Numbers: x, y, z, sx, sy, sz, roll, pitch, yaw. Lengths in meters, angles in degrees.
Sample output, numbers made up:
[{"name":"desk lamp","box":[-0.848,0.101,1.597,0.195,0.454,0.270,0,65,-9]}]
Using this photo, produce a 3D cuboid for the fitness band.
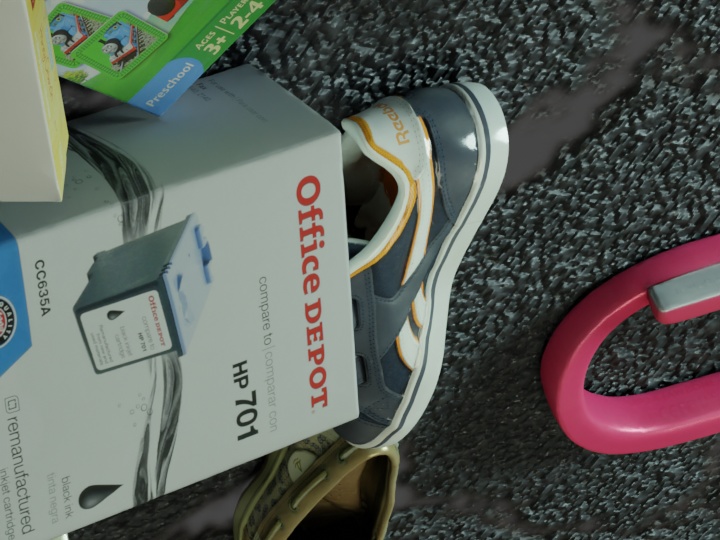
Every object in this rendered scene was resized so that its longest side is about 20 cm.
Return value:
[{"name":"fitness band","box":[0.190,0.034,1.573,0.199,0.038,0.144,-14,146,-13]}]

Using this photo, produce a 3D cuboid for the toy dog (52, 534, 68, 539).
[{"name":"toy dog","box":[-0.245,0.118,1.358,0.199,0.141,0.193,1,174,-34]}]

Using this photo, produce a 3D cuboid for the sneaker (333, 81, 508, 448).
[{"name":"sneaker","box":[0.000,0.000,1.377,0.079,0.079,0.201,-7,131,-31]}]

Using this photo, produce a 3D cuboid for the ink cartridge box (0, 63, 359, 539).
[{"name":"ink cartridge box","box":[-0.106,0.017,1.261,0.199,0.086,0.147,-19,123,-25]}]

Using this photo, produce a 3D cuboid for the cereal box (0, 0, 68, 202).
[{"name":"cereal box","box":[-0.214,-0.082,1.118,0.198,0.040,0.144,0,142,4]}]

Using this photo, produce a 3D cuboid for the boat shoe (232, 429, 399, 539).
[{"name":"boat shoe","box":[-0.020,0.126,1.538,0.073,0.063,0.201,-13,144,-17]}]

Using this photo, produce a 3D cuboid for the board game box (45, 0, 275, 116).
[{"name":"board game box","box":[-0.104,-0.146,1.159,0.199,0.037,0.151,21,126,-44]}]
